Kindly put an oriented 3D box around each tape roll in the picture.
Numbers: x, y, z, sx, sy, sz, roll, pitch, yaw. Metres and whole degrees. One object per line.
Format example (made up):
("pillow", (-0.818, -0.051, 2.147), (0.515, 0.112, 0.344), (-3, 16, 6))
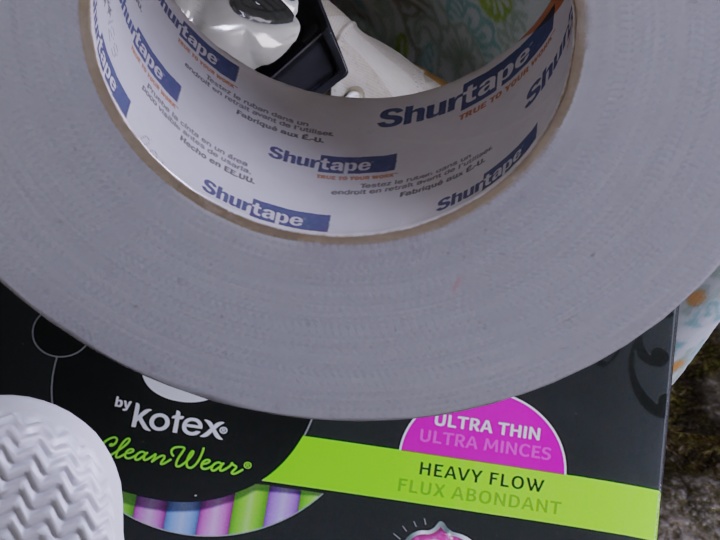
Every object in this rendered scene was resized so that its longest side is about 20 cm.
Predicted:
("tape roll", (-0.003, -0.067, 0.595), (0.066, 0.200, 0.201), (-82, 179, -58))

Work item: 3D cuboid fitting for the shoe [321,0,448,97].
("shoe", (-0.019, -0.054, 0.912), (0.200, 0.053, 0.070), (47, -63, 39))

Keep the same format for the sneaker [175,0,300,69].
("sneaker", (-0.070, -0.089, 0.787), (0.083, 0.081, 0.200), (-50, -163, 21))

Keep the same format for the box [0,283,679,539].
("box", (-0.014, 0.066, 0.822), (0.124, 0.200, 0.149), (95, 3, -59))

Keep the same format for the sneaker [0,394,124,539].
("sneaker", (-0.088, 0.087, 0.647), (0.114, 0.075, 0.200), (-81, -176, -54))

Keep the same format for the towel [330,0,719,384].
("towel", (0.062, -0.068, 0.888), (0.200, 0.048, 0.171), (57, -29, 20))

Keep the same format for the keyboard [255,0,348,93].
("keyboard", (-0.027, -0.091, 0.835), (0.127, 0.021, 0.200), (-41, -156, 10))
